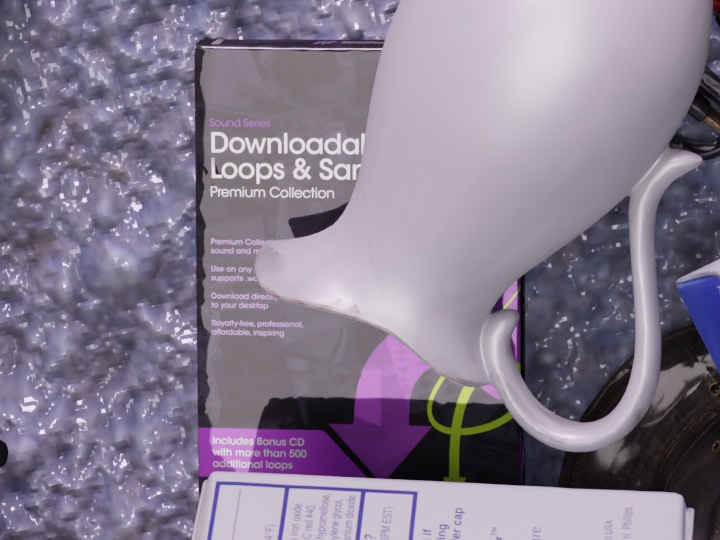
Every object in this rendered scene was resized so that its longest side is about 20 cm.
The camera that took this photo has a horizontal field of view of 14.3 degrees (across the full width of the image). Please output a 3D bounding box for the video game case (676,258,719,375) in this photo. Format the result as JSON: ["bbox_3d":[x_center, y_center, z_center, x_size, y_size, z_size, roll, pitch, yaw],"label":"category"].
[{"bbox_3d":[0.251,0.052,1.168,0.181,0.045,0.201,-28,93,-22],"label":"video game case"}]

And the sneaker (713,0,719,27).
[{"bbox_3d":[0.167,-0.179,1.178,0.095,0.079,0.201,-25,105,0],"label":"sneaker"}]

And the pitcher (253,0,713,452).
[{"bbox_3d":[0.076,-0.041,1.146,0.171,0.121,0.200,32,107,4],"label":"pitcher"}]

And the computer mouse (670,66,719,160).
[{"bbox_3d":[0.085,-0.119,1.214,0.200,0.034,0.059,45,88,-8],"label":"computer mouse"}]

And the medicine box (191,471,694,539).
[{"bbox_3d":[0.033,0.179,1.184,0.199,0.103,0.183,3,140,5],"label":"medicine box"}]

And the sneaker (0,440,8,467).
[{"bbox_3d":[-0.187,0.125,1.225,0.115,0.075,0.200,-41,59,0],"label":"sneaker"}]

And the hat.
[{"bbox_3d":[0.183,0.108,1.213,0.200,0.081,0.202,1,101,5],"label":"hat"}]

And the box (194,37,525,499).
[{"bbox_3d":[0.000,0.000,1.236,0.142,0.036,0.201,0,97,5],"label":"box"}]
